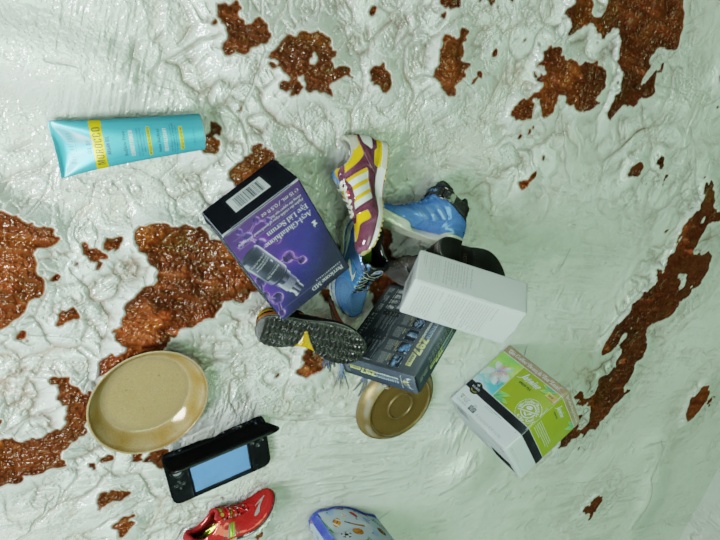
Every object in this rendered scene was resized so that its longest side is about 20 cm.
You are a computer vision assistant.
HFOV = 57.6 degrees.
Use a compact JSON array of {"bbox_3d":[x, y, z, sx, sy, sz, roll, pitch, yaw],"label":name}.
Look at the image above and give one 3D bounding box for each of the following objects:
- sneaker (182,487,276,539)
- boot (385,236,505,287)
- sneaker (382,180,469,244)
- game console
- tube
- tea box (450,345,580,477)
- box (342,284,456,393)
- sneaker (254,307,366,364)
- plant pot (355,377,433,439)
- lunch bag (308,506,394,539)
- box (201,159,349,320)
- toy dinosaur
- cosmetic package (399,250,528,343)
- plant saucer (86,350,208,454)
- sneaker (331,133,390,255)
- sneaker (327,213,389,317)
[{"bbox_3d":[-0.256,0.492,1.289,0.199,0.077,0.085,-32,123,-15],"label":"sneaker"},{"bbox_3d":[0.155,0.005,1.237,0.199,0.174,0.070,28,60,-26],"label":"boot"},{"bbox_3d":[0.111,-0.117,1.197,0.198,0.077,0.112,18,85,-20],"label":"sneaker"},{"bbox_3d":[-0.247,0.355,1.191,0.198,0.116,0.177,-17,123,-24],"label":"game console"},{"bbox_3d":[-0.317,-0.180,0.906,0.198,0.050,0.078,-13,114,-21],"label":"tube"},{"bbox_3d":[0.355,0.319,1.506,0.196,0.200,0.134,-39,129,-10],"label":"tea box"},{"bbox_3d":[0.079,0.119,1.199,0.200,0.156,0.051,-53,140,-36],"label":"box"},{"bbox_3d":[-0.085,0.102,1.144,0.198,0.090,0.071,14,106,-13],"label":"sneaker"},{"bbox_3d":[0.082,0.289,1.426,0.198,0.027,0.202,-15,121,-26],"label":"plant pot"},{"bbox_3d":[-0.013,0.619,1.454,0.124,0.170,0.200,-54,131,-2],"label":"lunch bag"},{"bbox_3d":[-0.132,-0.047,1.054,0.148,0.104,0.201,-39,129,-9],"label":"box"},{"bbox_3d":[0.001,0.167,1.260,0.180,0.105,0.202,7,109,-38],"label":"toy dinosaur"},{"bbox_3d":[0.179,0.047,1.141,0.198,0.072,0.102,18,141,-3],"label":"cosmetic package"},{"bbox_3d":[-0.356,0.214,1.096,0.199,0.035,0.202,-16,122,-26],"label":"plant saucer"},{"bbox_3d":[-0.009,-0.125,1.079,0.089,0.075,0.202,10,75,-16],"label":"sneaker"},{"bbox_3d":[0.000,0.000,1.167,0.078,0.089,0.202,-17,127,-38],"label":"sneaker"}]
